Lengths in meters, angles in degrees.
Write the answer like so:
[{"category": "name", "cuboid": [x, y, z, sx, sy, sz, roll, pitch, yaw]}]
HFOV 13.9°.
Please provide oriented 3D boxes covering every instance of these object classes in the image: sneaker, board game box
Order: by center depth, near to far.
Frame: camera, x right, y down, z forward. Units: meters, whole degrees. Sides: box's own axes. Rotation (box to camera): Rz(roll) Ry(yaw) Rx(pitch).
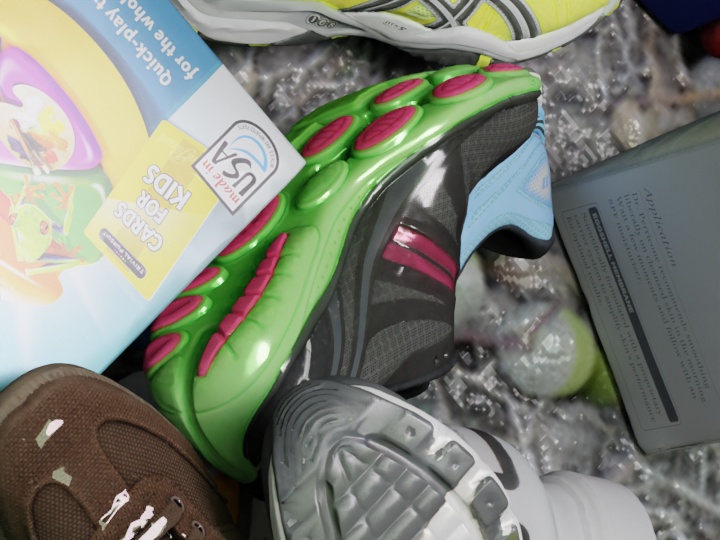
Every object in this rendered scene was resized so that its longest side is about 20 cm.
[{"category": "sneaker", "cuboid": [-0.044, 0.108, 0.915, 0.070, 0.075, 0.200, -47, 127, -19]}, {"category": "board game box", "cuboid": [-0.135, -0.022, 0.918, 0.151, 0.047, 0.200, 49, 65, -13]}, {"category": "sneaker", "cuboid": [0.020, 0.108, 0.945, 0.074, 0.085, 0.200, -38, 119, -9]}, {"category": "sneaker", "cuboid": [0.000, 0.000, 1.003, 0.200, 0.077, 0.084, -50, 124, -33]}, {"category": "sneaker", "cuboid": [-0.002, -0.008, 1.087, 0.200, 0.078, 0.090, -22, 97, -27]}, {"category": "sneaker", "cuboid": [0.021, -0.125, 1.093, 0.200, 0.076, 0.076, -5, 58, -22]}]

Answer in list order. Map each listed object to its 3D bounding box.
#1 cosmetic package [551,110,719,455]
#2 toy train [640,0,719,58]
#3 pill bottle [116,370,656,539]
[{"category": "cosmetic package", "cuboid": [0.216, -0.026, 1.131, 0.199, 0.200, 0.123, -23, 94, -28]}, {"category": "toy train", "cuboid": [0.186, -0.165, 1.136, 0.085, 0.200, 0.116, 43, 62, -16]}, {"category": "pill bottle", "cuboid": [-0.001, 0.106, 1.049, 0.200, 0.116, 0.117, 12, 78, -25]}]
